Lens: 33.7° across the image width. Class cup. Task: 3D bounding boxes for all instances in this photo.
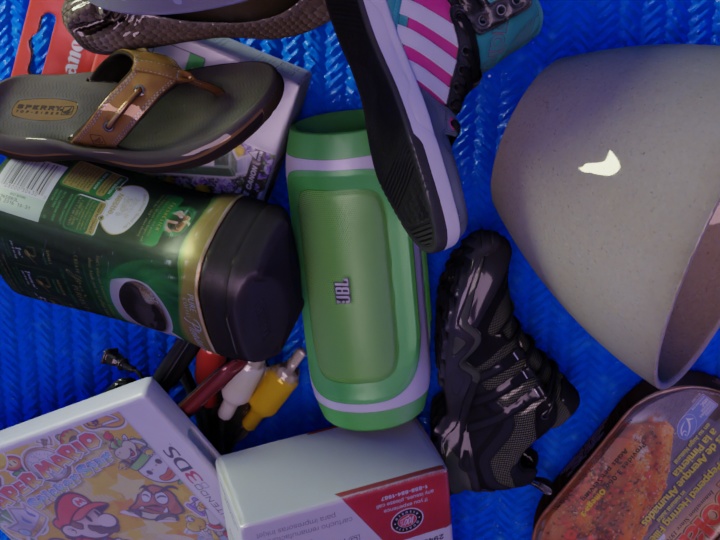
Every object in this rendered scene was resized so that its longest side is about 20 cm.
[{"bbox_3d":[0.163,-0.053,0.706,0.142,0.200,0.202,29,113,24],"label":"cup"}]

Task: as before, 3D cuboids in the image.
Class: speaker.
[{"bbox_3d":[0.000,0.000,0.789,0.087,0.089,0.203,-3,108,10],"label":"speaker"}]

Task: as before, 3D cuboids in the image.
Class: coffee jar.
[{"bbox_3d":[-0.134,-0.012,0.754,0.198,0.086,0.105,16,146,17],"label":"coffee jar"}]

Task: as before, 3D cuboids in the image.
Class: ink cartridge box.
[{"bbox_3d":[-0.012,0.215,0.827,0.143,0.084,0.202,-13,119,-13],"label":"ink cartridge box"},{"bbox_3d":[-0.143,-0.115,0.789,0.198,0.050,0.110,22,111,0],"label":"ink cartridge box"}]

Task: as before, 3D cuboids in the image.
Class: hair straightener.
[{"bbox_3d":[-0.155,0.086,0.849,0.077,0.041,0.200,50,130,5],"label":"hair straightener"}]

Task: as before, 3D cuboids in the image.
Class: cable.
[{"bbox_3d":[-0.107,0.120,0.866,0.096,0.050,0.202,22,111,7],"label":"cable"}]

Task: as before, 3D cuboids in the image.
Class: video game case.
[{"bbox_3d":[-0.177,0.170,0.863,0.198,0.023,0.183,-20,123,26],"label":"video game case"}]

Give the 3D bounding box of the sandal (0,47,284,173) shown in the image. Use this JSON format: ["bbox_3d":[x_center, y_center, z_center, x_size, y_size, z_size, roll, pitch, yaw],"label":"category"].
[{"bbox_3d":[-0.146,-0.107,0.721,0.197,0.082,0.055,4,143,14],"label":"sandal"}]

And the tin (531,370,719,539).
[{"bbox_3d":[0.202,0.159,0.839,0.111,0.042,0.201,35,110,0],"label":"tin"}]

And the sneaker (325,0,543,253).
[{"bbox_3d":[0.058,-0.119,0.716,0.119,0.084,0.202,-15,85,-17],"label":"sneaker"}]

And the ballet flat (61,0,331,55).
[{"bbox_3d":[-0.086,-0.176,0.733,0.197,0.046,0.068,-11,79,-7],"label":"ballet flat"}]

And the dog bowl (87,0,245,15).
[{"bbox_3d":[-0.084,-0.209,0.677,0.197,0.201,0.059,-5,125,10],"label":"dog bowl"}]

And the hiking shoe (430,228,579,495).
[{"bbox_3d":[0.100,0.064,0.811,0.099,0.076,0.202,2,119,-1],"label":"hiking shoe"}]
